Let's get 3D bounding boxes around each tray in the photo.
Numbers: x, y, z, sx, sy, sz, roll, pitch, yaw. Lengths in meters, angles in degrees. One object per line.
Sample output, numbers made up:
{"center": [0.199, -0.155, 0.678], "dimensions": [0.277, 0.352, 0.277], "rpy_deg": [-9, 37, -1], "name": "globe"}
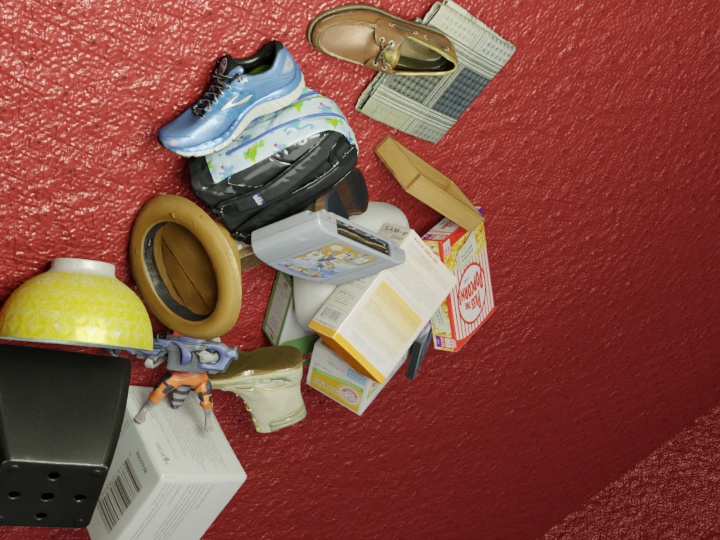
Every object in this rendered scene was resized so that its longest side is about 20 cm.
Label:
{"center": [0.107, -0.129, 1.468], "dimensions": [0.037, 0.099, 0.200], "rpy_deg": [-45, 144, 14], "name": "tray"}

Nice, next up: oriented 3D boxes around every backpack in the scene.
{"center": [-0.103, -0.146, 1.250], "dimensions": [0.200, 0.154, 0.163], "rpy_deg": [-21, 146, 15], "name": "backpack"}

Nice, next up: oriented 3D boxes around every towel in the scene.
{"center": [0.106, -0.279, 1.363], "dimensions": [0.200, 0.035, 0.193], "rpy_deg": [13, 125, -50], "name": "towel"}

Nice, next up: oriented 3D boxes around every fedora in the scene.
{"center": [-0.215, -0.009, 1.270], "dimensions": [0.082, 0.201, 0.201], "rpy_deg": [-27, 151, -53], "name": "fedora"}

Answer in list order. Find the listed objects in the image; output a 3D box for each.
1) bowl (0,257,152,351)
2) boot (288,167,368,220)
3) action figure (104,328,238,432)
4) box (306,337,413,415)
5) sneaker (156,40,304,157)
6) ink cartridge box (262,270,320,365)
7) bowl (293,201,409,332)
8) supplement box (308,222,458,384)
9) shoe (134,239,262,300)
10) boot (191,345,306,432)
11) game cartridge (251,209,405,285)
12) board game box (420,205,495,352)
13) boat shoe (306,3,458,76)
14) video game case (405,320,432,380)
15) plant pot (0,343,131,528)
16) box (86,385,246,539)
{"center": [-0.363, 0.042, 1.234], "dimensions": [0.200, 0.200, 0.108], "rpy_deg": [11, 80, -47], "name": "bowl"}
{"center": [-0.054, -0.095, 1.371], "dimensions": [0.097, 0.075, 0.200], "rpy_deg": [-16, -166, 22], "name": "boot"}
{"center": [-0.285, 0.134, 1.435], "dimensions": [0.200, 0.105, 0.194], "rpy_deg": [14, 104, -4], "name": "action figure"}
{"center": [0.012, 0.125, 1.598], "dimensions": [0.200, 0.112, 0.101], "rpy_deg": [-45, 157, -43], "name": "box"}
{"center": [-0.166, -0.215, 1.168], "dimensions": [0.200, 0.079, 0.089], "rpy_deg": [-37, 139, -14], "name": "sneaker"}
{"center": [-0.095, 0.071, 1.558], "dimensions": [0.104, 0.059, 0.200], "rpy_deg": [-13, 139, -32], "name": "ink cartridge box"}
{"center": [0.000, 0.000, 1.469], "dimensions": [0.200, 0.075, 0.200], "rpy_deg": [-9, 106, -34], "name": "bowl"}
{"center": [0.035, 0.047, 1.413], "dimensions": [0.200, 0.074, 0.126], "rpy_deg": [-52, 124, -13], "name": "supplement box"}
{"center": [-0.229, -0.009, 1.367], "dimensions": [0.200, 0.053, 0.070], "rpy_deg": [-21, 163, -16], "name": "shoe"}
{"center": [-0.189, 0.198, 1.556], "dimensions": [0.200, 0.072, 0.155], "rpy_deg": [-5, 133, -3], "name": "boot"}
{"center": [-0.046, -0.026, 1.297], "dimensions": [0.133, 0.042, 0.200], "rpy_deg": [-23, 154, 30], "name": "game cartridge"}
{"center": [0.162, 0.011, 1.599], "dimensions": [0.151, 0.046, 0.200], "rpy_deg": [-40, 127, -48], "name": "board game box"}
{"center": [0.034, -0.289, 1.222], "dimensions": [0.200, 0.068, 0.072], "rpy_deg": [0, 129, -22], "name": "boat shoe"}
{"center": [0.129, 0.078, 1.675], "dimensions": [0.143, 0.019, 0.200], "rpy_deg": [97, 18, -58], "name": "video game case"}
{"center": [-0.431, 0.240, 1.318], "dimensions": [0.200, 0.178, 0.200], "rpy_deg": [10, 125, -24], "name": "plant pot"}
{"center": [-0.327, 0.319, 1.521], "dimensions": [0.171, 0.200, 0.199], "rpy_deg": [13, 121, -45], "name": "box"}
